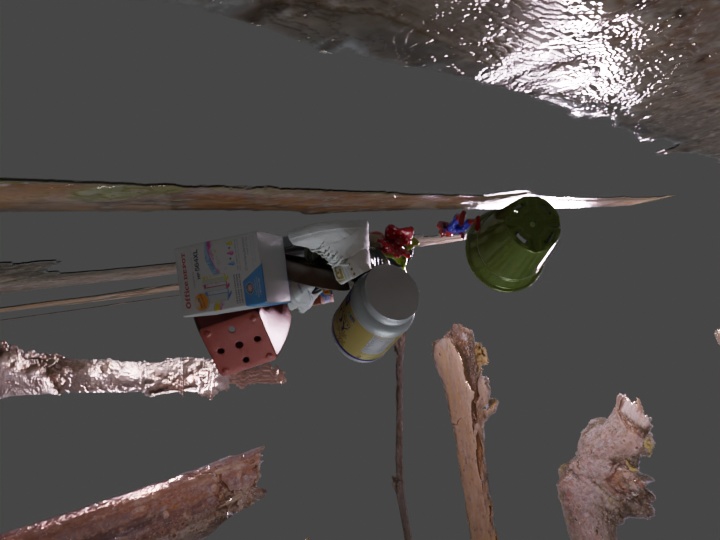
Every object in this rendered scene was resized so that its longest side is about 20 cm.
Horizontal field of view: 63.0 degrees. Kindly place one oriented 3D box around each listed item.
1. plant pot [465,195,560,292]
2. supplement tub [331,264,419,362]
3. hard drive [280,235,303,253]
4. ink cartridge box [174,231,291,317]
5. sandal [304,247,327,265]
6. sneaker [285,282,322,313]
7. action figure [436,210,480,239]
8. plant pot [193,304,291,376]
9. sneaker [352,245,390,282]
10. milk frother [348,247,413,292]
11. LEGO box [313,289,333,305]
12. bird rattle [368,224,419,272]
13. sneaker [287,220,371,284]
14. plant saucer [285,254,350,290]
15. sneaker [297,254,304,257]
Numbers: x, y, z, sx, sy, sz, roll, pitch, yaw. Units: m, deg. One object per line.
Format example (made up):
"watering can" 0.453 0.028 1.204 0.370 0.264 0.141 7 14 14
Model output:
"plant pot" 0.353 -0.073 1.307 0.194 0.206 0.190 -9 166 -9
"supplement tub" 0.030 0.092 1.240 0.142 0.148 0.201 -9 154 -27
"hard drive" -0.158 -0.052 1.289 0.128 0.028 0.199 -11 178 22
"ink cartridge box" -0.249 0.012 1.107 0.194 0.133 0.125 -11 176 14
"sandal" -0.065 -0.054 1.249 0.056 0.082 0.199 18 -171 28
"sneaker" -0.123 0.052 1.367 0.085 0.076 0.200 -24 178 5
"action figure" 0.223 -0.101 1.400 0.064 0.053 0.200 12 176 -9
"plant pot" -0.269 0.111 1.311 0.194 0.204 0.178 -17 -148 0
"sneaker" 0.013 -0.019 1.295 0.066 0.092 0.200 -22 140 25
"milk frother" 0.033 -0.024 1.679 0.199 0.183 0.187 -38 -132 -22
"LEGO box" -0.183 0.030 1.634 0.195 0.154 0.077 -11 177 29
"bird rattle" 0.057 -0.052 1.405 0.158 0.116 0.199 7 180 18
"sneaker" -0.049 -0.032 1.118 0.197 0.119 0.073 -6 178 -44
"plant saucer" -0.112 -0.001 1.236 0.195 0.038 0.200 14 -174 -2
"sneaker" -0.116 -0.010 1.412 0.195 0.078 0.116 -13 -162 6
